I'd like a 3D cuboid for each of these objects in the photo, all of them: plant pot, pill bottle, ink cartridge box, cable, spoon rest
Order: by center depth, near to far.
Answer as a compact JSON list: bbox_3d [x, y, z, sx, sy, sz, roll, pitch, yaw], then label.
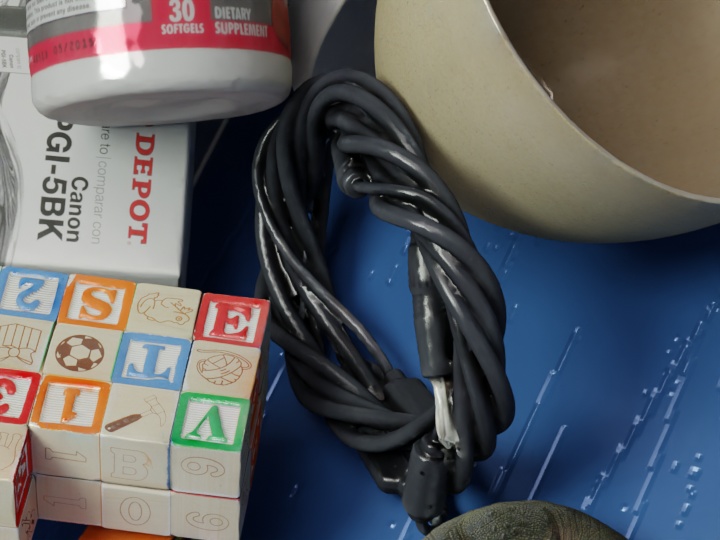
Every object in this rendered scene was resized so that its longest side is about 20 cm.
[{"bbox_3d":[0.000,0.000,1.112,0.050,0.164,0.201,-15,53,-19],"label":"cable"},{"bbox_3d":[0.082,-0.091,1.122,0.134,0.199,0.201,-36,45,47],"label":"plant pot"},{"bbox_3d":[-0.088,-0.166,1.131,0.110,0.111,0.202,-6,86,21],"label":"pill bottle"},{"bbox_3d":[0.006,-0.145,1.164,0.060,0.201,0.099,28,49,27],"label":"spoon rest"},{"bbox_3d":[-0.172,-0.049,1.205,0.198,0.083,0.148,4,62,-5],"label":"ink cartridge box"}]

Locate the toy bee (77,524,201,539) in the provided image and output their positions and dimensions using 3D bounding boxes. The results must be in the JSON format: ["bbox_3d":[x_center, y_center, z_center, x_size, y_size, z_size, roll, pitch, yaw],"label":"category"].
[{"bbox_3d":[-0.130,0.165,1.118,0.199,0.109,0.131,-27,55,-27],"label":"toy bee"}]

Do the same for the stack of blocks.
[{"bbox_3d":[-0.142,0.059,1.104,0.198,0.059,0.116,7,46,2],"label":"stack of blocks"}]

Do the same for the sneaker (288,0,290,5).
[{"bbox_3d":[-0.009,-0.188,1.230,0.199,0.130,0.080,-34,56,3],"label":"sneaker"}]

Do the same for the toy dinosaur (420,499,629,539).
[{"bbox_3d":[0.048,0.132,1.064,0.199,0.077,0.103,-31,62,9],"label":"toy dinosaur"}]
